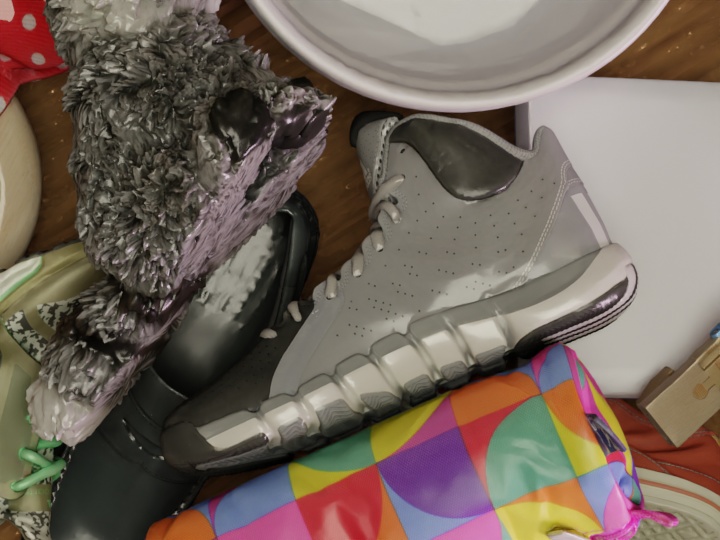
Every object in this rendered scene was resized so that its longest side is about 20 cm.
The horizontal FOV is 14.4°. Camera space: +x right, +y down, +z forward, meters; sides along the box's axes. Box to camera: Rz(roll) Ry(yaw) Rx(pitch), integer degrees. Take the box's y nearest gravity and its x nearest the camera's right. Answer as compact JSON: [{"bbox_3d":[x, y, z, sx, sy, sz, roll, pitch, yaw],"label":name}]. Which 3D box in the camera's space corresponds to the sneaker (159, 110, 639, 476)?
[{"bbox_3d":[0.000,0.000,1.128,0.200,0.075,0.116,-22,79,-5],"label":"sneaker"}]

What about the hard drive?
[{"bbox_3d":[0.164,-0.012,1.187,0.200,0.025,0.132,2,82,-12],"label":"hard drive"}]

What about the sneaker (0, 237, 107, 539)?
[{"bbox_3d":[-0.144,0.070,1.152,0.089,0.077,0.200,44,97,11],"label":"sneaker"}]

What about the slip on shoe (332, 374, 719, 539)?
[{"bbox_3d":[0.062,0.072,1.193,0.200,0.061,0.074,16,138,2],"label":"slip on shoe"}]

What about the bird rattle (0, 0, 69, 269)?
[{"bbox_3d":[-0.193,-0.055,1.152,0.200,0.113,0.163,-18,109,-17],"label":"bird rattle"}]

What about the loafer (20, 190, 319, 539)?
[{"bbox_3d":[-0.081,0.051,1.166,0.068,0.070,0.201,30,91,-7],"label":"loafer"}]

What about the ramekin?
[{"bbox_3d":[0.034,-0.164,1.143,0.200,0.105,0.200,0,95,-5],"label":"ramekin"}]

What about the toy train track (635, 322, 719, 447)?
[{"bbox_3d":[0.188,-0.006,1.163,0.200,0.033,0.115,-43,108,-9],"label":"toy train track"}]

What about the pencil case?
[{"bbox_3d":[0.016,0.100,1.108,0.200,0.088,0.088,-24,97,8],"label":"pencil case"}]

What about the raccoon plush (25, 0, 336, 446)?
[{"bbox_3d":[-0.107,-0.048,1.077,0.134,0.097,0.200,40,95,12],"label":"raccoon plush"}]
